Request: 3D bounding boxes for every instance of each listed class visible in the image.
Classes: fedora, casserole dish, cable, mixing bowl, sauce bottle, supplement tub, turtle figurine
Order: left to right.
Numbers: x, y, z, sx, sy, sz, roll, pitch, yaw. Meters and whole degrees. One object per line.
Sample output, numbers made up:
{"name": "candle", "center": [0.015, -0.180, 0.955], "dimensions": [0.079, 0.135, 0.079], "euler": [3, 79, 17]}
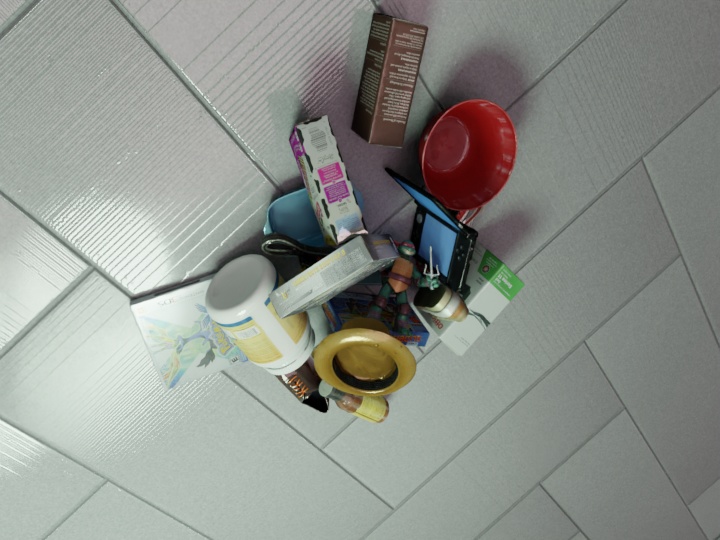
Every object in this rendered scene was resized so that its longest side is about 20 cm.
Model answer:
{"name": "supplement tub", "center": [-0.180, 0.086, 1.119], "dimensions": [0.143, 0.145, 0.202], "euler": [-33, 130, -3]}
{"name": "cable", "center": [-0.097, -0.022, 1.100], "dimensions": [0.095, 0.052, 0.199], "euler": [-19, 159, 21]}
{"name": "casserole dish", "center": [-0.090, -0.105, 1.131], "dimensions": [0.196, 0.039, 0.123], "euler": [-22, 121, -11]}
{"name": "sauce bottle", "center": [-0.013, 0.280, 1.316], "dimensions": [0.066, 0.066, 0.199], "euler": [-47, 135, 6]}
{"name": "fedora", "center": [0.010, 0.147, 1.091], "dimensions": [0.195, 0.083, 0.203], "euler": [3, 137, 2]}
{"name": "turtle figurine", "center": [0.076, 0.013, 1.144], "dimensions": [0.146, 0.101, 0.205], "euler": [15, 84, 1]}
{"name": "mixing bowl", "center": [0.183, -0.227, 1.135], "dimensions": [0.195, 0.109, 0.205], "euler": [-9, 116, -18]}

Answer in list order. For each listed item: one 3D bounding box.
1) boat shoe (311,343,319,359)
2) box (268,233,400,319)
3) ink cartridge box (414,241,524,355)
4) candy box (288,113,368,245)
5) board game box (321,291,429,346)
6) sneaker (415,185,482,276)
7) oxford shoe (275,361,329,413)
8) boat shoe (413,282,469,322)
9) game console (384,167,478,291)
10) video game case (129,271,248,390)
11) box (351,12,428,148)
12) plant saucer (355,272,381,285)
{"name": "boat shoe", "center": [-0.047, 0.171, 1.227], "dimensions": [0.066, 0.071, 0.200], "euler": [-60, 160, -13]}
{"name": "box", "center": [-0.042, 0.007, 1.041], "dimensions": [0.198, 0.158, 0.049], "euler": [-32, 83, 20]}
{"name": "ink cartridge box", "center": [0.223, 0.054, 1.271], "dimensions": [0.083, 0.147, 0.201], "euler": [36, 98, -30]}
{"name": "candy box", "center": [-0.058, -0.146, 1.026], "dimensions": [0.060, 0.136, 0.204], "euler": [-21, 96, -10]}
{"name": "board game box", "center": [0.027, 0.095, 1.219], "dimensions": [0.195, 0.136, 0.035], "euler": [8, 116, -24]}
{"name": "sneaker", "center": [0.184, -0.069, 1.236], "dimensions": [0.081, 0.078, 0.202], "euler": [18, 113, -38]}
{"name": "oxford shoe", "center": [-0.127, 0.226, 1.259], "dimensions": [0.071, 0.073, 0.200], "euler": [-43, 122, 4]}
{"name": "boat shoe", "center": [0.158, 0.064, 1.200], "dimensions": [0.068, 0.200, 0.075], "euler": [36, 94, -9]}
{"name": "game console", "center": [0.116, -0.078, 1.125], "dimensions": [0.114, 0.200, 0.180], "euler": [0, 114, -26]}
{"name": "video game case", "center": [-0.321, 0.118, 1.159], "dimensions": [0.178, 0.022, 0.204], "euler": [-18, 120, -12]}
{"name": "box", "center": [0.047, -0.326, 1.040], "dimensions": [0.073, 0.100, 0.204], "euler": [4, 114, -23]}
{"name": "plant saucer", "center": [0.000, 0.000, 1.231], "dimensions": [0.195, 0.019, 0.071], "euler": [1, 114, -23]}
